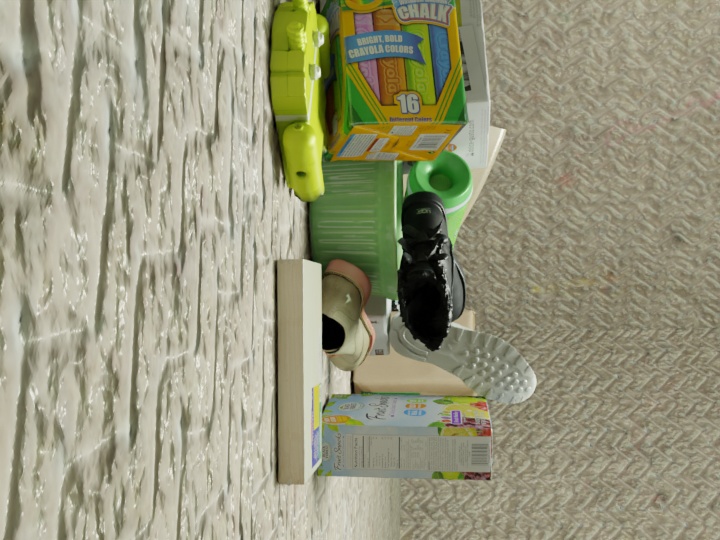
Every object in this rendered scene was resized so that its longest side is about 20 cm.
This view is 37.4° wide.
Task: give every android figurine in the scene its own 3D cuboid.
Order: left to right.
[{"bbox_3d":[-0.053,-0.164,0.989,0.200,0.041,0.183,87,5,-49],"label":"android figurine"}]

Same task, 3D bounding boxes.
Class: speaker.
[{"bbox_3d":[0.092,-0.070,1.379,0.200,0.088,0.089,100,-7,-62],"label":"speaker"}]

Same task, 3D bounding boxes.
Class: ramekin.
[{"bbox_3d":[-0.002,-0.065,1.239,0.200,0.097,0.201,-1,90,-85],"label":"ramekin"}]

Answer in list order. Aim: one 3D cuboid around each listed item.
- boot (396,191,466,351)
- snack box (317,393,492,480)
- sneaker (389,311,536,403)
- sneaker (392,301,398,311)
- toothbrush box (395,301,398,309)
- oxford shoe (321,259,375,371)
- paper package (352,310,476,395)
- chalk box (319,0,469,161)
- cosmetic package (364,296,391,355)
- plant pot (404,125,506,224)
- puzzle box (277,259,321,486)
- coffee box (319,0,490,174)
[{"bbox_3d":[0.080,0.025,1.199,0.163,0.073,0.199,-87,168,-53],"label":"boot"},{"bbox_3d":[0.054,0.195,1.269,0.169,0.199,0.068,-56,145,-84],"label":"snack box"},{"bbox_3d":[0.132,0.102,1.354,0.077,0.199,0.081,-62,178,5],"label":"sneaker"},{"bbox_3d":[0.032,0.119,1.898,0.200,0.093,0.070,64,24,5],"label":"sneaker"},{"bbox_3d":[0.055,0.026,2.043,0.200,0.085,0.147,-58,147,-79],"label":"toothbrush box"},{"bbox_3d":[-0.030,0.068,1.199,0.074,0.071,0.200,-59,160,-29],"label":"oxford shoe"},{"bbox_3d":[0.091,0.158,1.746,0.191,0.199,0.104,-85,173,-54],"label":"paper package"},{"bbox_3d":[0.026,-0.224,1.087,0.125,0.123,0.201,135,-49,-72],"label":"chalk box"},{"bbox_3d":[0.000,0.000,1.381,0.113,0.081,0.201,82,10,-58],"label":"cosmetic package"},{"bbox_3d":[0.089,-0.161,1.695,0.200,0.199,0.178,-144,-115,-73],"label":"plant pot"},{"bbox_3d":[-0.056,0.091,0.995,0.133,0.025,0.201,28,61,-85],"label":"puzzle box"},{"bbox_3d":[0.055,-0.248,1.327,0.200,0.197,0.201,74,13,-71],"label":"coffee box"}]
